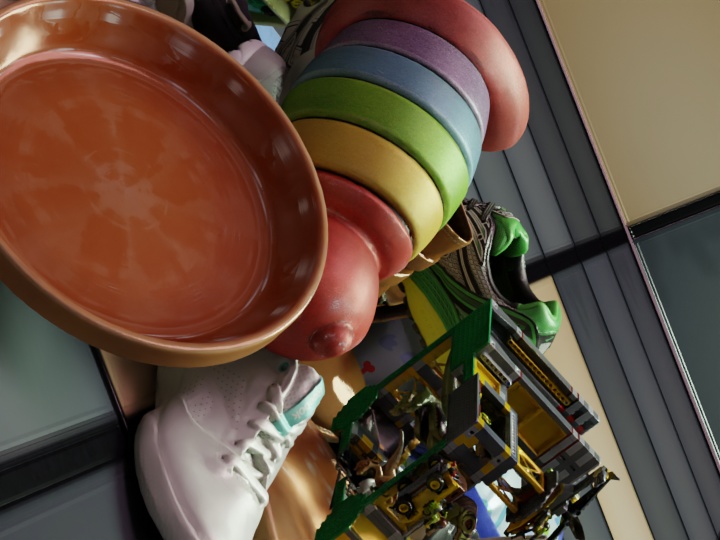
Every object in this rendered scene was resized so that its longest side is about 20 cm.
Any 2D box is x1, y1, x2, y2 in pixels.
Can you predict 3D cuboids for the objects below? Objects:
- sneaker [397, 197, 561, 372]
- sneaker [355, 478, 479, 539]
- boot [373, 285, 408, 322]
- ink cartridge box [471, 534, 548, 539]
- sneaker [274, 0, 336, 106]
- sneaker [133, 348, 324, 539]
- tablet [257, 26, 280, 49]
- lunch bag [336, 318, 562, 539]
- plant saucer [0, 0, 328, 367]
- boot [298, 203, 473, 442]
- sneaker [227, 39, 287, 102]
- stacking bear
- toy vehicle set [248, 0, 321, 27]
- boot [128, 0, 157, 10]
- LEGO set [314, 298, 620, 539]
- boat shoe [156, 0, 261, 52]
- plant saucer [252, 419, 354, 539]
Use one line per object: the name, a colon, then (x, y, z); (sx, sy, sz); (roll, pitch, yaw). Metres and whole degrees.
sneaker: (0.056, -0.024, 1.553); (0.200, 0.085, 0.078); (58, 25, 17)
sneaker: (0.037, 0.186, 1.586); (0.087, 0.075, 0.200); (36, -22, 32)
boot: (0.031, -0.060, 1.651); (0.069, 0.188, 0.200); (111, -32, -44)
ink cartridge box: (0.085, 0.267, 1.485); (0.200, 0.083, 0.147); (71, 16, -47)
sneaker: (-0.025, -0.109, 1.526); (0.075, 0.200, 0.088); (23, 58, -26)
sneaker: (-0.058, 0.080, 1.300); (0.200, 0.088, 0.075); (-91, 158, -57)
tablet: (-0.073, -0.141, 1.781); (0.200, 0.014, 0.130); (50, 23, -54)
lunch bag: (0.055, 0.103, 1.659); (0.170, 0.127, 0.200); (58, 6, -41)
plant saucer: (-0.108, -0.041, 1.213); (0.200, 0.032, 0.201); (20, 48, -23)
boot: (0.000, 0.000, 1.502); (0.200, 0.155, 0.077); (65, 26, -16)
sneaker: (-0.064, -0.041, 1.410); (0.075, 0.082, 0.200); (117, -9, -48)
stacking bear: (-0.003, -0.041, 1.329); (0.114, 0.121, 0.200); (93, 20, -58)
toy vehicle set: (-0.084, -0.194, 1.566); (0.200, 0.124, 0.027); (41, 58, -65)
boot: (-0.145, -0.148, 1.350); (0.132, 0.070, 0.201); (-40, 107, -78)
LEGO set: (0.063, 0.119, 1.431); (0.116, 0.154, 0.200); (47, 11, -15)
boat shoe: (-0.093, -0.165, 1.495); (0.074, 0.060, 0.200); (47, -16, 31)
plant saucer: (-0.027, 0.168, 1.408); (0.200, 0.037, 0.201); (-21, 90, -77)
